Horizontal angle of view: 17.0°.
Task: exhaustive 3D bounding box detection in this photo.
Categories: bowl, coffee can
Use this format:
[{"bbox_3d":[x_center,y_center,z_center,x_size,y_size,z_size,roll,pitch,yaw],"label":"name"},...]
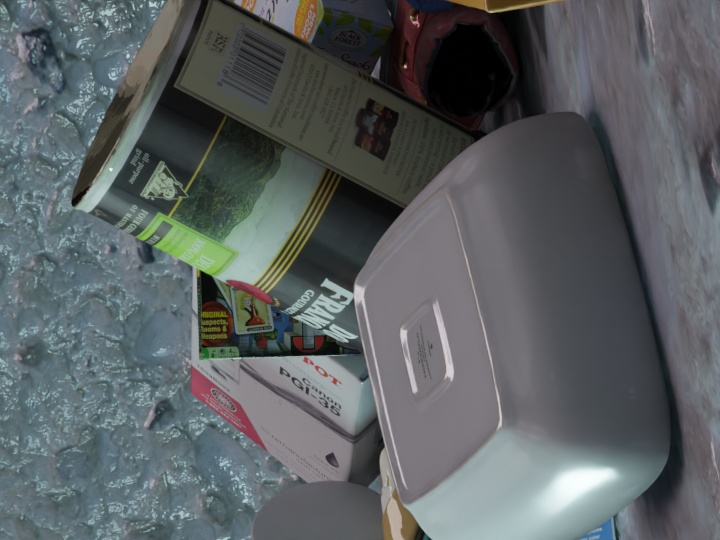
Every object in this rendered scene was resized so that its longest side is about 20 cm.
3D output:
[{"bbox_3d":[0.063,0.036,1.198,0.200,0.074,0.201,135,128,-58],"label":"bowl"},{"bbox_3d":[-0.043,-0.056,1.369,0.147,0.199,0.146,-58,13,21],"label":"coffee can"}]

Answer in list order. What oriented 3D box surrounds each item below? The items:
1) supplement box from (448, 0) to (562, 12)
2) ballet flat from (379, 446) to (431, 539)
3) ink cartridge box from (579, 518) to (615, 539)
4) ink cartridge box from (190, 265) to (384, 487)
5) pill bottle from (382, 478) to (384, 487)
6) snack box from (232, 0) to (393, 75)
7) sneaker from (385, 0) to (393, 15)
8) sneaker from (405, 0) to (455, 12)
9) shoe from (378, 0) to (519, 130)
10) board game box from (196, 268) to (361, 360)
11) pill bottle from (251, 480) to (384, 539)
[{"bbox_3d":[0.067,-0.158,1.119,0.200,0.066,0.069,-122,22,-82],"label":"supplement box"},{"bbox_3d":[0.048,0.107,1.526,0.201,0.063,0.069,-66,-18,-2],"label":"ballet flat"},{"bbox_3d":[0.092,0.076,1.385,0.137,0.076,0.201,-107,9,-59],"label":"ink cartridge box"},{"bbox_3d":[-0.035,0.049,1.588,0.146,0.083,0.200,36,155,16],"label":"ink cartridge box"},{"bbox_3d":[0.075,0.182,1.657,0.200,0.113,0.113,85,173,-54],"label":"pill bottle"},{"bbox_3d":[-0.044,-0.158,1.527,0.200,0.053,0.143,-105,33,-48],"label":"snack box"},{"bbox_3d":[0.027,-0.243,1.542,0.200,0.066,0.091,-108,13,-52],"label":"sneaker"},{"bbox_3d":[0.040,-0.242,1.359,0.085,0.077,0.201,28,-122,-83],"label":"sneaker"},{"bbox_3d":[0.052,-0.115,1.443,0.200,0.071,0.091,89,172,-54],"label":"shoe"},{"bbox_3d":[0.000,0.000,1.468,0.023,0.199,0.105,151,116,-82],"label":"board game box"},{"bbox_3d":[-0.014,0.246,1.603,0.116,0.115,0.201,-107,7,-58],"label":"pill bottle"}]
